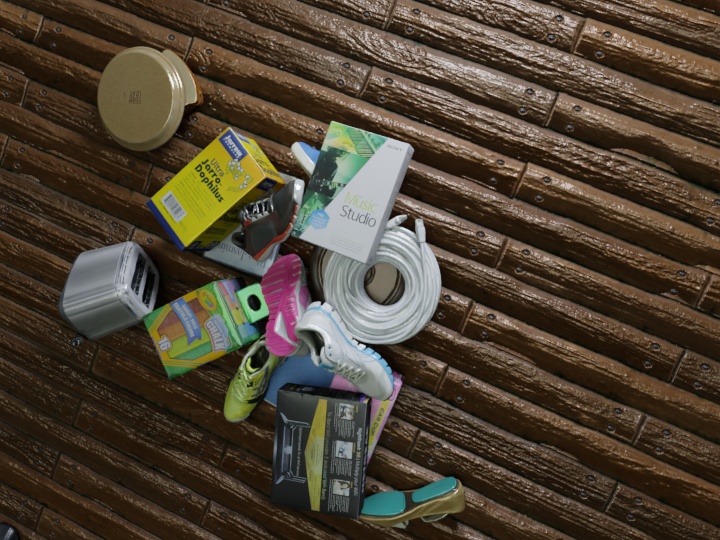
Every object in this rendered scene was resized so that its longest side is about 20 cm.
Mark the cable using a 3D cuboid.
[{"bbox_3d":[0.037,0.022,0.910,0.198,0.069,0.202,-16,91,12],"label":"cable"}]

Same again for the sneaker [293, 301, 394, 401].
[{"bbox_3d":[-0.032,0.146,0.871,0.200,0.087,0.075,43,124,3],"label":"sneaker"}]

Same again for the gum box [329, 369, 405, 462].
[{"bbox_3d":[-0.009,0.252,0.960,0.113,0.066,0.201,24,97,10],"label":"gum box"}]

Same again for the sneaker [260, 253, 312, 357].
[{"bbox_3d":[-0.123,0.067,0.957,0.081,0.088,0.202,-12,60,17],"label":"sneaker"}]

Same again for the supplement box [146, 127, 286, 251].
[{"bbox_3d":[-0.250,-0.135,0.946,0.200,0.109,0.110,-39,85,10],"label":"supplement box"}]

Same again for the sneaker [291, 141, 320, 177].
[{"bbox_3d":[-0.024,-0.179,0.940,0.111,0.077,0.200,-45,73,-2],"label":"sneaker"}]

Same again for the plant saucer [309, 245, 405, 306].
[{"bbox_3d":[0.000,0.000,0.965,0.198,0.032,0.202,1,94,11],"label":"plant saucer"}]

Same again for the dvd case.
[{"bbox_3d":[-0.207,-0.098,1.005,0.142,0.018,0.202,18,96,9],"label":"dvd case"}]

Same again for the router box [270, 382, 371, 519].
[{"bbox_3d":[-0.067,0.303,0.914,0.156,0.052,0.202,6,94,12],"label":"router box"}]

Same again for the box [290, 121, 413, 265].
[{"bbox_3d":[-0.015,-0.126,0.871,0.143,0.036,0.202,21,91,19],"label":"box"}]

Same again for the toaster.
[{"bbox_3d":[-0.452,0.036,0.980,0.128,0.201,0.114,-18,131,6],"label":"toaster"}]

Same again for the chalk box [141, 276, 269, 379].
[{"bbox_3d":[-0.258,0.091,0.971,0.199,0.124,0.125,-26,88,11],"label":"chalk box"}]

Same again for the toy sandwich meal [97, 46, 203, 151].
[{"bbox_3d":[-0.396,-0.322,1.008,0.203,0.070,0.207,2,97,14],"label":"toy sandwich meal"}]

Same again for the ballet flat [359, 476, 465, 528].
[{"bbox_3d":[0.091,0.424,0.954,0.198,0.069,0.063,-18,103,12],"label":"ballet flat"}]

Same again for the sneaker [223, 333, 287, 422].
[{"bbox_3d":[-0.202,0.190,0.983,0.075,0.076,0.201,33,100,20],"label":"sneaker"}]

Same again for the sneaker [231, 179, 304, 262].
[{"bbox_3d":[-0.162,-0.086,0.902,0.081,0.078,0.200,24,134,-22],"label":"sneaker"}]

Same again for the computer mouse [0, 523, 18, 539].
[{"bbox_3d":[-0.735,0.642,1.129,0.139,0.046,0.202,4,94,12],"label":"computer mouse"}]

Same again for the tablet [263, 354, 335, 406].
[{"bbox_3d":[-0.101,0.173,0.997,0.129,0.014,0.201,24,96,15],"label":"tablet"}]
